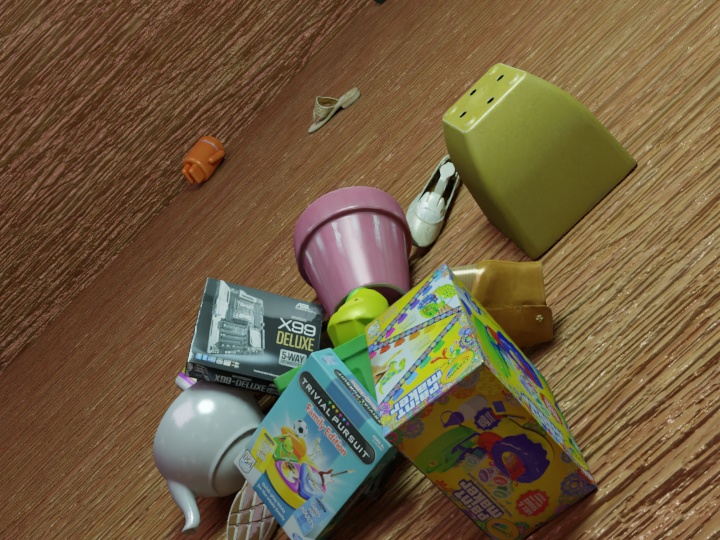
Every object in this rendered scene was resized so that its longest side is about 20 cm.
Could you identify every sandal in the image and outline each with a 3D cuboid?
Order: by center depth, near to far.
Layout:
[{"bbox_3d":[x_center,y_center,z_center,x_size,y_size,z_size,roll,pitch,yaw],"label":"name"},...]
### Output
[{"bbox_3d":[-0.095,-0.482,2.347,0.210,0.070,0.078,-29,28,35],"label":"sandal"}]

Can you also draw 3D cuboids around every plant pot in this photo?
[{"bbox_3d":[0.230,-0.179,1.164,0.195,0.200,0.195,-42,24,5],"label":"plant pot"},{"bbox_3d":[0.000,0.000,1.292,0.199,0.199,0.181,-36,43,19],"label":"plant pot"}]

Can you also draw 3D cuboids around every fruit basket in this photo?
[{"bbox_3d":[-0.006,0.109,1.094,0.213,0.154,0.220,-9,76,39],"label":"fruit basket"}]

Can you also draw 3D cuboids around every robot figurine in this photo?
[{"bbox_3d":[-0.569,-0.407,2.966,0.202,0.116,0.144,-62,7,-30],"label":"robot figurine"}]

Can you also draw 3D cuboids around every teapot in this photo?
[{"bbox_3d":[-0.209,0.270,1.255,0.145,0.196,0.203,28,109,29],"label":"teapot"}]

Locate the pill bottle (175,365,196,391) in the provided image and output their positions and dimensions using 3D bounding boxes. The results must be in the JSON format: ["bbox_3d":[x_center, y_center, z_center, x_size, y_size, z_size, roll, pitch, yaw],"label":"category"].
[{"bbox_3d":[-0.252,0.165,1.541,0.201,0.104,0.104,-52,24,-15],"label":"pill bottle"}]

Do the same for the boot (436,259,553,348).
[{"bbox_3d":[0.163,0.090,0.993,0.141,0.206,0.071,0,9,6],"label":"boot"}]

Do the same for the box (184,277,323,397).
[{"bbox_3d":[-0.162,0.109,1.272,0.050,0.196,0.160,117,164,-50],"label":"box"}]

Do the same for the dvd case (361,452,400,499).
[{"bbox_3d":[-0.005,0.236,1.125,0.199,0.016,0.150,-9,43,54],"label":"dvd case"}]

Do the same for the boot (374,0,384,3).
[{"bbox_3d":[0.120,-1.056,2.885,0.203,0.073,0.155,-37,29,28],"label":"boot"}]

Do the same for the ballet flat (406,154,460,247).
[{"bbox_3d":[0.127,-0.128,1.406,0.063,0.066,0.202,106,-173,-52],"label":"ballet flat"}]

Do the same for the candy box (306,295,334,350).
[{"bbox_3d":[-0.102,0.117,1.428,0.199,0.056,0.118,-32,28,32],"label":"candy box"}]

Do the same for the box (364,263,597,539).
[{"bbox_3d":[0.117,0.138,0.847,0.121,0.200,0.194,-38,25,14],"label":"box"}]

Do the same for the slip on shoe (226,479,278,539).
[{"bbox_3d":[-0.136,0.314,1.174,0.075,0.061,0.203,3,63,17],"label":"slip on shoe"}]

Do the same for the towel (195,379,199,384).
[{"bbox_3d":[-0.243,0.196,1.377,0.195,0.034,0.200,-67,-10,11],"label":"towel"}]

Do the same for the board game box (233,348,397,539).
[{"bbox_3d":[-0.055,0.224,1.009,0.201,0.151,0.047,-54,-24,23],"label":"board game box"}]
